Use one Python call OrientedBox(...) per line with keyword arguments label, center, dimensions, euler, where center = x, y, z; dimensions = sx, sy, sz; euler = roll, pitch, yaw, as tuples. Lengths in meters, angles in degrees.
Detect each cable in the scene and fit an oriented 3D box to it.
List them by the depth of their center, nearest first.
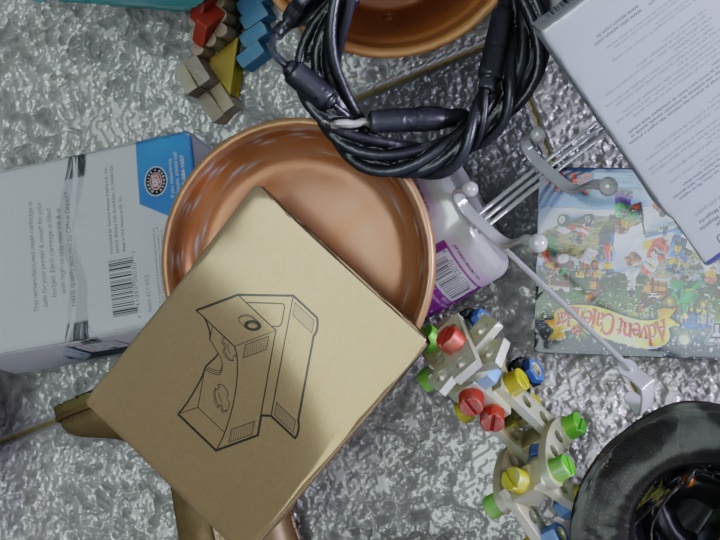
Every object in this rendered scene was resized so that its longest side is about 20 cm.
OrientedBox(label="cable", center=(0.049, -0.160, 1.186), dimensions=(0.200, 0.051, 0.163), euler=(-42, 91, -3))

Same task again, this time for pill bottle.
OrientedBox(label="pill bottle", center=(0.000, 0.000, 1.309), dimensions=(0.199, 0.112, 0.113), euler=(-29, 81, 12))

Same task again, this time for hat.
OrientedBox(label="hat", center=(0.251, 0.191, 1.252), dimensions=(0.199, 0.081, 0.202), euler=(-1, 85, 13))

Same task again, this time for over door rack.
OrientedBox(label="over door rack", center=(0.182, -0.027, 1.214), dimensions=(0.147, 0.067, 0.200), euler=(-37, 77, -19))

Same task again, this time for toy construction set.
OrientedBox(label="toy construction set", center=(0.095, 0.101, 1.256), dimensions=(0.092, 0.132, 0.200), euler=(-19, 127, 20))

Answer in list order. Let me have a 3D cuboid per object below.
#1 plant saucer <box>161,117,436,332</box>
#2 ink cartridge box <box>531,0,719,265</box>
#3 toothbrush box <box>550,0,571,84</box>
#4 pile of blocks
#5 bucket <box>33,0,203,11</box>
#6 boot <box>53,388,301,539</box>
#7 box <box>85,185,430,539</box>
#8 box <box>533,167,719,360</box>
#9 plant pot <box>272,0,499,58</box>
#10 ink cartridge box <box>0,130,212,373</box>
OrientedBox(label="plant saucer", center=(-0.042, -0.006, 1.243), dimensions=(0.199, 0.037, 0.202), euler=(0, 90, 14))
OrientedBox(label="ink cartridge box", center=(0.247, -0.139, 1.158), dimensions=(0.196, 0.043, 0.200), euler=(-36, 106, 6))
OrientedBox(label="toothbrush box", center=(0.227, -0.226, 1.219), dimensions=(0.199, 0.085, 0.147), euler=(-7, 117, 15))
OrientedBox(label="pile of blocks", center=(-0.100, -0.215, 1.367), dimensions=(0.082, 0.062, 0.202), euler=(3, 90, 15))
OrientedBox(label="bucket", center=(-0.179, -0.292, 1.314), dimensions=(0.207, 0.134, 0.209), euler=(-13, 74, 52))
OrientedBox(label="boot", center=(-0.139, 0.178, 1.367), dimensions=(0.174, 0.066, 0.201), euler=(-14, 86, 15))
OrientedBox(label="box", center=(-0.074, 0.070, 1.222), dimensions=(0.163, 0.021, 0.200), euler=(42, 100, 10))
OrientedBox(label="box", center=(0.228, -0.005, 1.284), dimensions=(0.199, 0.038, 0.138), euler=(1, 89, 15))
OrientedBox(label="plant pot", center=(0.017, -0.254, 1.279), dimensions=(0.199, 0.140, 0.202), euler=(0, 97, 0))
OrientedBox(label="ink cartridge box", center=(-0.203, -0.011, 1.368), dimensions=(0.199, 0.086, 0.147), euler=(-11, 76, 16))
